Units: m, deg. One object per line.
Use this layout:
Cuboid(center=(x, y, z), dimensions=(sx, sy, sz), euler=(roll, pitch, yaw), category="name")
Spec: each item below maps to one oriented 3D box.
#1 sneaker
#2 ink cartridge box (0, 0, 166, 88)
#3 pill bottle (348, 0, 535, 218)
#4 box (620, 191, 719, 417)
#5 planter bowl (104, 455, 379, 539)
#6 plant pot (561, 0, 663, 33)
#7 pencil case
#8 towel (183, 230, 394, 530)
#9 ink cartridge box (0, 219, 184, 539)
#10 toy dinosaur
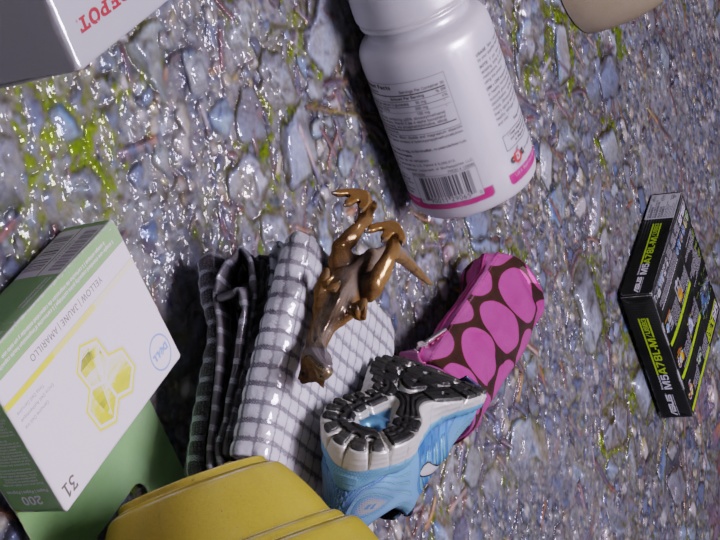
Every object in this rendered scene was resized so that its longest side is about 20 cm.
Cuboid(center=(0.020, 0.119, 1.023), dimensions=(0.200, 0.078, 0.091), euler=(-23, 130, -61), category="sneaker")
Cuboid(center=(-0.187, -0.222, 0.841), dimensions=(0.145, 0.084, 0.201), euler=(-53, 132, -50), category="ink cartridge box")
Cuboid(center=(0.065, -0.155, 1.241), dimensions=(0.114, 0.113, 0.201), euler=(-56, 133, -48), category="pill bottle")
Cuboid(center=(0.377, 0.040, 1.826), dimensions=(0.194, 0.047, 0.201), euler=(66, 34, -33), category="box")
Cuboid(center=(-0.085, 0.160, 0.872), dimensions=(0.200, 0.199, 0.084), euler=(-5, 72, -60), category="planter bowl")
Cuboid(center=(0.304, -0.374, 1.671), dimensions=(0.200, 0.133, 0.202), euler=(17, 71, -59), category="plant pot")
Cuboid(center=(0.093, 0.060, 1.290), dimensions=(0.094, 0.090, 0.200), euler=(59, 34, -15), category="pencil case")
Cuboid(center=(-0.049, 0.086, 1.029), dimensions=(0.200, 0.085, 0.167), euler=(45, 49, -58), category="towel")
Cuboid(center=(-0.155, 0.094, 0.888), dimensions=(0.201, 0.048, 0.146), euler=(66, 34, -26), category="ink cartridge box")
Cuboid(center=(0.000, 0.000, 0.989), dimensions=(0.200, 0.060, 0.107), euler=(-46, 158, -53), category="toy dinosaur")
